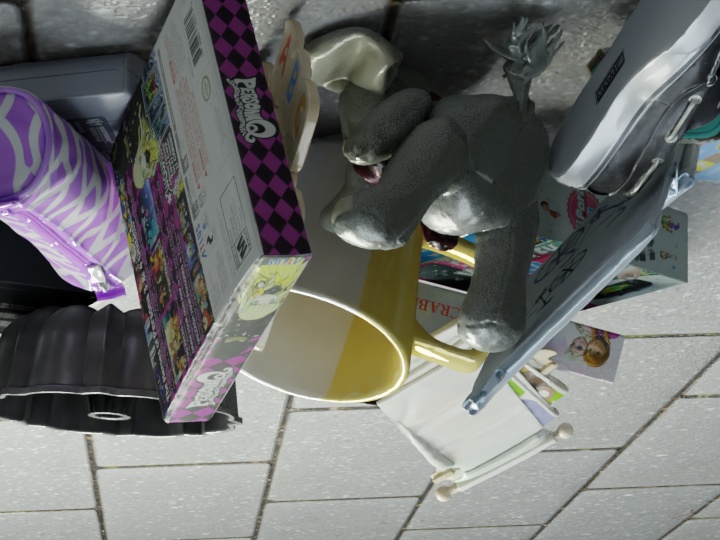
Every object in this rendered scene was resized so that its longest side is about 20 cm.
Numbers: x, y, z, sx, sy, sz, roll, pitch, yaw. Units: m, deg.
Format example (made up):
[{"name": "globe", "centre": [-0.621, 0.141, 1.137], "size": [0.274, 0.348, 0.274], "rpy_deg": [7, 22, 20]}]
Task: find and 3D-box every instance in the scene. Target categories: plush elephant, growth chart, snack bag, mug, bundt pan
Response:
[{"name": "plush elephant", "centre": [0.032, -0.073, 1.176], "size": [0.165, 0.201, 0.155], "rpy_deg": [31, 166, -39]}, {"name": "growth chart", "centre": [0.090, 0.101, 1.425], "size": [0.144, 0.018, 0.200], "rpy_deg": [-25, 136, 8]}, {"name": "snack bag", "centre": [0.150, -0.004, 1.216], "size": [0.189, 0.021, 0.200], "rpy_deg": [-47, -176, 27]}, {"name": "mug", "centre": [-0.009, -0.001, 1.306], "size": [0.186, 0.154, 0.149], "rpy_deg": [36, 143, -29]}, {"name": "bundt pan", "centre": [-0.188, 0.075, 1.410], "size": [0.201, 0.076, 0.202], "rpy_deg": [2, 165, 1]}]

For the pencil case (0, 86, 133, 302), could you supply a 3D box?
[{"name": "pencil case", "centre": [-0.198, -0.045, 1.188], "size": [0.084, 0.086, 0.200], "rpy_deg": [-7, 161, 14]}]

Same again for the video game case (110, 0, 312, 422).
[{"name": "video game case", "centre": [-0.093, -0.041, 1.084], "size": [0.036, 0.201, 0.181], "rpy_deg": [1, 146, -26]}]

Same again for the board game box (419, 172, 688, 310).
[{"name": "board game box", "centre": [0.130, -0.025, 1.424], "size": [0.200, 0.065, 0.147], "rpy_deg": [16, 158, -35]}]

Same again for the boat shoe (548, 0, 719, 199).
[{"name": "boat shoe", "centre": [0.188, -0.115, 1.105], "size": [0.068, 0.072, 0.200], "rpy_deg": [20, 131, -16]}]

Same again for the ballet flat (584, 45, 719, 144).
[{"name": "ballet flat", "centre": [0.236, -0.118, 1.204], "size": [0.199, 0.072, 0.072], "rpy_deg": [1, 161, -9]}]

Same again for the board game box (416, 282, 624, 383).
[{"name": "board game box", "centre": [0.111, 0.047, 1.529], "size": [0.199, 0.041, 0.200], "rpy_deg": [14, 179, 4]}]

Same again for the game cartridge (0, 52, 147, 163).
[{"name": "game cartridge", "centre": [-0.181, -0.090, 1.245], "size": [0.133, 0.041, 0.200], "rpy_deg": [-1, 162, 5]}]

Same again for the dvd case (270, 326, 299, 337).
[{"name": "dvd case", "centre": [-0.064, 0.036, 1.446], "size": [0.142, 0.018, 0.200], "rpy_deg": [8, -173, -27]}]

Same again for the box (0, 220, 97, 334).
[{"name": "box", "centre": [-0.305, -0.011, 1.389], "size": [0.199, 0.079, 0.141], "rpy_deg": [9, 163, -33]}]

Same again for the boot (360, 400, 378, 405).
[{"name": "boot", "centre": [0.020, 0.083, 1.515], "size": [0.199, 0.073, 0.151], "rpy_deg": [12, -179, -16]}]

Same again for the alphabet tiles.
[{"name": "alphabet tiles", "centre": [-0.063, -0.044, 1.130], "size": [0.015, 0.200, 0.196], "rpy_deg": [11, 120, -15]}]

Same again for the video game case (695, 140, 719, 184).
[{"name": "video game case", "centre": [0.328, -0.090, 1.370], "size": [0.199, 0.018, 0.143], "rpy_deg": [10, 158, -35]}]
